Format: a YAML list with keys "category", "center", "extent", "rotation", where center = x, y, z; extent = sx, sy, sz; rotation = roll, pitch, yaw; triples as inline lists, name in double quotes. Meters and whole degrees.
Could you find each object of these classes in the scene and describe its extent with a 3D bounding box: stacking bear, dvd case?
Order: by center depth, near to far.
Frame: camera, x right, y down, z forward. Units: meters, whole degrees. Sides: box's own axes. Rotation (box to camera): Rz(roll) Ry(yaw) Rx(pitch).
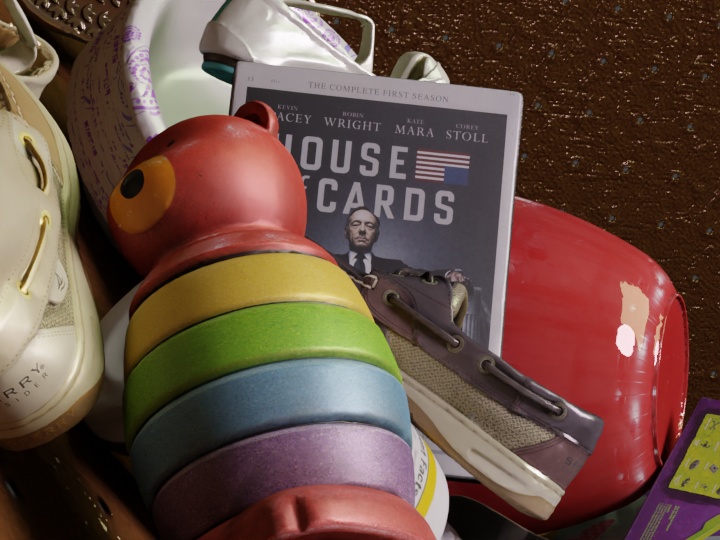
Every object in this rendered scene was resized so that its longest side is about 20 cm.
- category: "stacking bear"
  center: [-0.044, 0.032, 0.751]
  extent: [0.114, 0.121, 0.201]
  rotation: [15, 51, -45]
- category: "dvd case"
  center: [0.000, 0.000, 1.007]
  extent: [0.025, 0.150, 0.201]
  rotation: [107, -12, -79]

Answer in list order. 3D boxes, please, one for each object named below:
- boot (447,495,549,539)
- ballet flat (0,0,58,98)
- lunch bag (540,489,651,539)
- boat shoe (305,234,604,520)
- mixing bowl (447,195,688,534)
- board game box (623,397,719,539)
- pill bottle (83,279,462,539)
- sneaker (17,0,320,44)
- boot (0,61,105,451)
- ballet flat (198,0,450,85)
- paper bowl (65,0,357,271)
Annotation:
- category: "boot"
  center: [0.104, 0.169, 0.929]
  extent: [0.075, 0.074, 0.200]
  rotation: [34, 0, -36]
- category: "ballet flat"
  center: [-0.192, -0.115, 0.894]
  extent: [0.070, 0.069, 0.200]
  rotation: [59, 7, 21]
- category: "lunch bag"
  center: [0.187, 0.209, 1.062]
  extent: [0.127, 0.169, 0.200]
  rotation: [61, 6, -26]
- category: "boat shoe"
  center: [0.028, 0.032, 0.944]
  extent: [0.200, 0.065, 0.072]
  rotation: [41, -3, 15]
- category: "mixing bowl"
  center: [0.118, 0.056, 1.093]
  extent: [0.200, 0.108, 0.201]
  rotation: [3, 90, -71]
- category: "board game box"
  center: [0.187, 0.153, 1.004]
  extent: [0.120, 0.200, 0.032]
  rotation: [5, -42, 40]
- category: "pill bottle"
  center: [-0.029, 0.091, 0.895]
  extent: [0.200, 0.111, 0.111]
  rotation: [54, 7, -28]
- category: "sneaker"
  center: [-0.133, -0.166, 1.307]
  extent: [0.090, 0.199, 0.067]
  rotation: [171, -74, -73]
- category: "boot"
  center: [-0.166, -0.048, 0.725]
  extent: [0.156, 0.073, 0.200]
  rotation: [55, 11, -50]
- category: "ballet flat"
  center: [0.006, -0.101, 1.091]
  extent: [0.200, 0.070, 0.070]
  rotation: [25, 22, -28]
- category: "paper bowl"
  center: [-0.076, -0.061, 1.122]
  extent: [0.200, 0.104, 0.201]
  rotation: [28, 43, -30]
